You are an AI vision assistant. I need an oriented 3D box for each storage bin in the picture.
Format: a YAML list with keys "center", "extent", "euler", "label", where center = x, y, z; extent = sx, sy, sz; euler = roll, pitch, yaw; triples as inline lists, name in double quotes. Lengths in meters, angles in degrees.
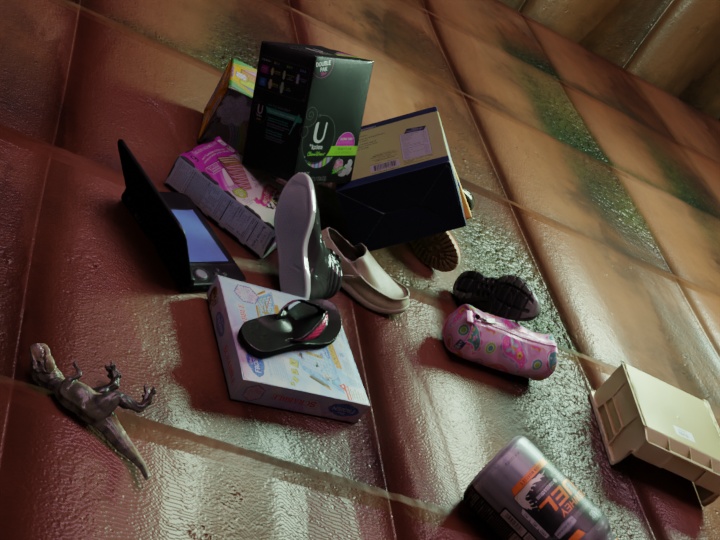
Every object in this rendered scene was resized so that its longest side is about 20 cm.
- center: [0.511, 0.278, 1.814]
  extent: [0.199, 0.094, 0.199]
  euler: [26, 30, -17]
  label: "storage bin"

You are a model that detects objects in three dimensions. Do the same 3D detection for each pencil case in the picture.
- center: [0.232, 0.119, 1.763]
  extent: [0.199, 0.088, 0.088]
  euler: [21, 31, -26]
  label: "pencil case"

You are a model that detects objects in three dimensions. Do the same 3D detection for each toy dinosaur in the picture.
- center: [-0.287, 0.148, 1.210]
  extent: [0.200, 0.048, 0.088]
  euler: [41, 43, 9]
  label: "toy dinosaur"

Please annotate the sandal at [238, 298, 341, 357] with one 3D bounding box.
- center: [-0.083, 0.071, 1.452]
  extent: [0.075, 0.045, 0.199]
  euler: [46, 30, 19]
  label: "sandal"

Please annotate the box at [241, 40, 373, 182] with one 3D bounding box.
- center: [-0.084, -0.252, 1.707]
  extent: [0.124, 0.202, 0.148]
  euler: [22, 19, 35]
  label: "box"

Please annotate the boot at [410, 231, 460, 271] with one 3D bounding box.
- center: [0.130, -0.075, 1.967]
  extent: [0.107, 0.075, 0.200]
  euler: [2, 41, -53]
  label: "boot"

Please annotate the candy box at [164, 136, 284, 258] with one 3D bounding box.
- center: [-0.191, -0.119, 1.698]
  extent: [0.200, 0.061, 0.136]
  euler: [38, 28, 4]
  label: "candy box"

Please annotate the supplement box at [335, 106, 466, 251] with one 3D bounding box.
- center: [0.064, -0.158, 1.852]
  extent: [0.200, 0.198, 0.135]
  euler: [-95, 169, -55]
  label: "supplement box"

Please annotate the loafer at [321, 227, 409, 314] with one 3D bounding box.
- center: [0.000, 0.000, 1.713]
  extent: [0.199, 0.068, 0.076]
  euler: [30, 29, -10]
  label: "loafer"

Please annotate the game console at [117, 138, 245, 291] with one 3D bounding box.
- center: [-0.251, -0.079, 1.516]
  extent: [0.175, 0.117, 0.200]
  euler: [-2, 45, -47]
  label: "game console"

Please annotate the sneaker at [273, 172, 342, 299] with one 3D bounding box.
- center: [-0.075, -0.044, 1.629]
  extent: [0.099, 0.070, 0.202]
  euler: [6, 82, -56]
  label: "sneaker"

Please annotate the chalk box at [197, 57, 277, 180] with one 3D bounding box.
- center: [-0.165, -0.255, 1.868]
  extent: [0.199, 0.125, 0.124]
  euler: [25, 30, -19]
  label: "chalk box"

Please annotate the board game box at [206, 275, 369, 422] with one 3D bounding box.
- center: [-0.102, 0.108, 1.470]
  extent: [0.198, 0.041, 0.201]
  euler: [17, 34, -31]
  label: "board game box"

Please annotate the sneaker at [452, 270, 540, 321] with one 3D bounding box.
- center: [0.247, 0.048, 1.842]
  extent: [0.079, 0.076, 0.200]
  euler: [34, -7, -35]
  label: "sneaker"

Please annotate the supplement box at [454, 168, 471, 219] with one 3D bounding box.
- center: [0.149, -0.183, 2.043]
  extent: [0.069, 0.066, 0.201]
  euler: [-115, -177, -87]
  label: "supplement box"

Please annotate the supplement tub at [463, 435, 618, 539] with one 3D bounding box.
- center: [0.243, 0.328, 1.420]
  extent: [0.200, 0.123, 0.122]
  euler: [44, 30, 15]
  label: "supplement tub"

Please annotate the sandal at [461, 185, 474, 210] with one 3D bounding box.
- center: [0.138, -0.158, 2.115]
  extent: [0.199, 0.082, 0.055]
  euler: [32, 49, -20]
  label: "sandal"
